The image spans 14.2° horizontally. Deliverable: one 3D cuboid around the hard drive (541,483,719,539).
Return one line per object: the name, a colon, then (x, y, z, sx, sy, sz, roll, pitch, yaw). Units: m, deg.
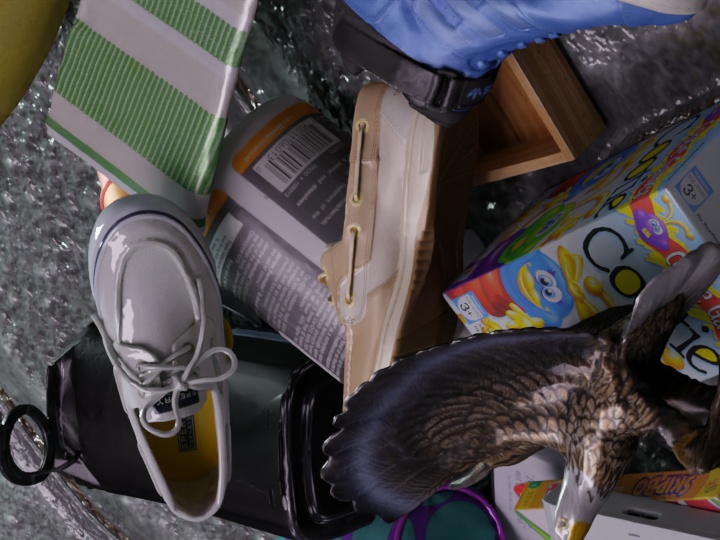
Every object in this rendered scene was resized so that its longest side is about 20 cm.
hard drive: (0.176, 0.219, 1.599, 0.131, 0.026, 0.201, 9, 122, 42)

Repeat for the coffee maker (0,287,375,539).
coffee maker: (-0.087, 0.101, 1.772, 0.199, 0.192, 0.135, 9, 130, 41)

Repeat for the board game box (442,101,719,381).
board game box: (0.154, -0.003, 1.499, 0.105, 0.103, 0.200, 52, 145, -7)

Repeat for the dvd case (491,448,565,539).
dvd case: (0.164, 0.184, 1.742, 0.199, 0.018, 0.143, 24, 138, 29)

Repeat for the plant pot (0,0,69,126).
plant pot: (-0.247, -0.179, 1.701, 0.142, 0.200, 0.200, -33, 99, 29)

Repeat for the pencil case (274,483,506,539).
pencil case: (0.013, 0.192, 1.836, 0.200, 0.085, 0.093, -27, 80, 60)

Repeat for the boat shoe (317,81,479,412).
boat shoe: (0.013, -0.006, 1.555, 0.069, 0.074, 0.201, 15, 100, 26)

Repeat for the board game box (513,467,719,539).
board game box: (0.170, 0.152, 1.635, 0.095, 0.030, 0.200, 43, 156, -22)

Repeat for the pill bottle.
pill bottle: (0.000, 0.000, 1.650, 0.200, 0.116, 0.117, 38, 144, 13)

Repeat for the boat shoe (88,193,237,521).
boat shoe: (-0.107, 0.059, 1.605, 0.086, 0.074, 0.203, -110, 13, -54)

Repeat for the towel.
towel: (-0.110, -0.138, 1.614, 0.152, 0.023, 0.201, 36, 119, 42)

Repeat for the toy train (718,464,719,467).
toy train: (0.265, 0.137, 1.575, 0.199, 0.042, 0.057, 3, 136, 45)

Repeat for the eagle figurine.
eagle figurine: (0.097, 0.069, 1.406, 0.199, 0.151, 0.152, 8, 142, 32)

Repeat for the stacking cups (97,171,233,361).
stacking cups: (-0.122, -0.015, 1.730, 0.200, 0.060, 0.061, -109, 9, -50)

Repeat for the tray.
tray: (0.042, -0.142, 1.541, 0.098, 0.037, 0.201, -13, 115, 51)

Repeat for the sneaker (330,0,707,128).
sneaker: (0.076, -0.124, 1.447, 0.199, 0.077, 0.112, 13, 115, 18)
